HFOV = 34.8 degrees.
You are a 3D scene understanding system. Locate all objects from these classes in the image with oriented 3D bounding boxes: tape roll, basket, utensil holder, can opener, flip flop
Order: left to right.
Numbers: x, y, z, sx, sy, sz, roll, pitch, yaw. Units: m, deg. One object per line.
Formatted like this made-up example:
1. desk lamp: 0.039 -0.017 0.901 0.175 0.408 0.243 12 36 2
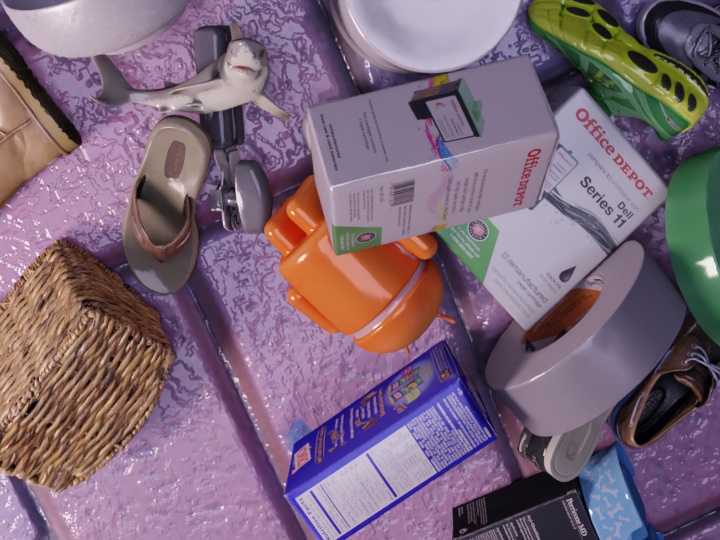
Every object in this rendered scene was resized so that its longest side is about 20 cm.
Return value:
1. basket: -0.293 0.098 1.157 0.201 0.149 0.142 -51 133 7
2. flip flop: -0.189 -0.055 1.109 0.080 0.058 0.201 17 128 -6
3. can opener: -0.119 -0.136 1.119 0.066 0.053 0.203 0 102 17
4. utensil holder: 0.056 -0.259 1.034 0.167 0.200 0.172 -1 102 -3
5. tape roll: 0.214 0.064 1.106 0.200 0.200 0.066 -43 101 6
6. tape roll: 0.371 -0.022 1.111 0.048 0.200 0.202 -18 107 45

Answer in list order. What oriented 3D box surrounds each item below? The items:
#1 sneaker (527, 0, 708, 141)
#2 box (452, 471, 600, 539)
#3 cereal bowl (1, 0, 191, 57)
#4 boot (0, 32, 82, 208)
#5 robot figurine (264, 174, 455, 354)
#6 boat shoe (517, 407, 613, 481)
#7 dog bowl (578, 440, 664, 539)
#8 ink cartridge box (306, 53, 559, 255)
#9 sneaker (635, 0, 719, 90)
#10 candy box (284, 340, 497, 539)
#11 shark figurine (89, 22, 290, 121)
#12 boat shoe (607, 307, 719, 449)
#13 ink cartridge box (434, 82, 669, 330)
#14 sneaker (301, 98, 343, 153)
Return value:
1. sneaker: 0.239 -0.193 1.116 0.199 0.074 0.084 38 139 7
2. box: 0.199 0.327 1.216 0.140 0.079 0.202 -23 102 11
3. cereal bowl: -0.216 -0.255 1.032 0.198 0.201 0.084 -26 125 2
4. boot: -0.395 -0.125 1.106 0.199 0.066 0.176 -35 101 5
5. robot figurine: -0.001 0.001 1.127 0.200 0.117 0.144 43 90 -9
6. boat shoe: 0.232 0.117 1.185 0.072 0.067 0.201 39 80 -30
7. dog bowl: 0.283 0.278 1.204 0.049 0.112 0.202 -21 102 15
8. ink cartridge box: 0.060 -0.098 1.006 0.197 0.145 0.085 -14 70 -5
9. sneaker: 0.364 -0.201 1.105 0.199 0.114 0.076 30 98 -8
10. candy box: 0.027 0.168 1.134 0.199 0.169 0.077 -33 98 5
11. shark figurine: -0.145 -0.188 1.063 0.212 0.128 0.091 -4 74 35
12. boat shoe: 0.340 0.107 1.186 0.072 0.072 0.201 35 96 -8
13. ink cartridge box: 0.184 -0.066 1.138 0.200 0.083 0.147 -44 101 5
14. sneaker: 0.042 -0.131 1.109 0.197 0.099 0.079 -7 102 -2
